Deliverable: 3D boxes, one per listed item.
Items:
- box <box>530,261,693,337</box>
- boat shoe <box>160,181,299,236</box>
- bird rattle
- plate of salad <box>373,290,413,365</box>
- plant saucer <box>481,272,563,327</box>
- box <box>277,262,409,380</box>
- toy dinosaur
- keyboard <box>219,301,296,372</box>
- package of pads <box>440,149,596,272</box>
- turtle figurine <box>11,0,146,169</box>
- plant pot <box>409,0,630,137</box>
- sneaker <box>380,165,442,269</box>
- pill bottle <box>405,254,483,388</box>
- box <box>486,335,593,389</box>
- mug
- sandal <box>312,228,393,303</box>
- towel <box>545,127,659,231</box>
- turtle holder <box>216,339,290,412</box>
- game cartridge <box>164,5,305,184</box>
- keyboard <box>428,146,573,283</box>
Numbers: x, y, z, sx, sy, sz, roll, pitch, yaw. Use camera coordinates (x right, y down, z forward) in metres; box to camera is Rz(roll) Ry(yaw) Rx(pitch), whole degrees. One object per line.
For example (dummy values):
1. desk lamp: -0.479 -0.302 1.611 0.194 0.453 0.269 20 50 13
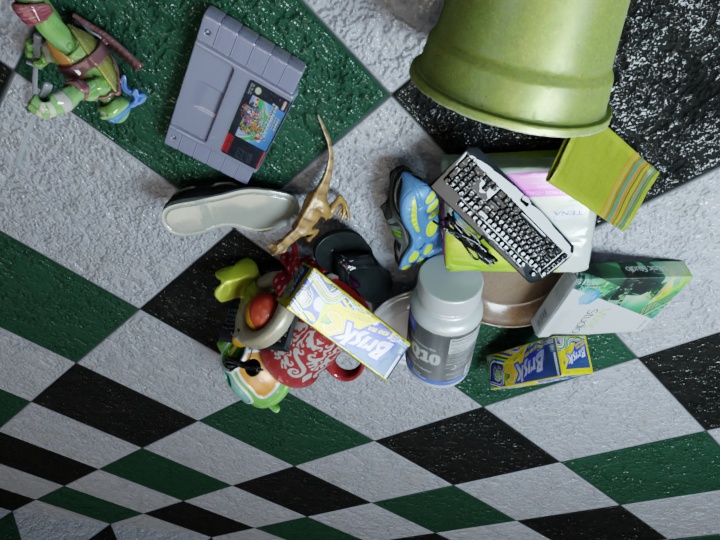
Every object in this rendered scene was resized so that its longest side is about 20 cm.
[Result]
1. box: 0.382 0.046 0.799 0.195 0.037 0.146 -3 140 -13
2. boat shoe: -0.187 -0.095 0.759 0.195 0.061 0.075 -9 128 -2
3. bird rattle: -0.141 0.048 0.844 0.196 0.166 0.113 -8 149 29
4. plate of salad: 0.110 0.102 0.939 0.195 0.049 0.203 0 131 0
5. plant saucer: 0.244 0.018 0.829 0.195 0.037 0.203 6 139 5
6. box: -0.023 0.077 0.775 0.199 0.071 0.064 39 174 -23
7. toy dinosaur: -0.057 -0.097 0.721 0.060 0.106 0.203 35 105 24
8. keyboard: -0.189 0.119 0.911 0.197 0.130 0.020 -1 162 43
9. package of pads: 0.206 -0.073 0.685 0.195 0.069 0.157 0 123 12
10. turtle figurine: -0.362 -0.233 0.572 0.195 0.146 0.196 -6 134 11
11. plant pot: 0.155 -0.247 0.449 0.195 0.202 0.187 9 128 -1
12. sneaker: 0.072 -0.070 0.736 0.070 0.084 0.201 -24 148 -8
13. pill bottle: 0.129 0.081 0.805 0.111 0.115 0.203 4 135 5
14. box: 0.304 0.164 0.904 0.068 0.066 0.200 1 161 -20
15. mug: -0.059 0.107 0.928 0.175 0.136 0.200 13 138 -33
16. sandal: 0.001 0.000 0.805 0.075 0.048 0.200 -43 140 7
17. towel: 0.287 -0.111 0.604 0.197 0.018 0.088 16 102 -41
18. turtle holder: -0.206 0.175 1.019 0.141 0.187 0.131 -42 130 12
19. game cartridge: -0.162 -0.205 0.652 0.128 0.039 0.200 28 136 -15
20. keyboard: 0.169 -0.049 0.641 0.199 0.040 0.104 39 119 -15
